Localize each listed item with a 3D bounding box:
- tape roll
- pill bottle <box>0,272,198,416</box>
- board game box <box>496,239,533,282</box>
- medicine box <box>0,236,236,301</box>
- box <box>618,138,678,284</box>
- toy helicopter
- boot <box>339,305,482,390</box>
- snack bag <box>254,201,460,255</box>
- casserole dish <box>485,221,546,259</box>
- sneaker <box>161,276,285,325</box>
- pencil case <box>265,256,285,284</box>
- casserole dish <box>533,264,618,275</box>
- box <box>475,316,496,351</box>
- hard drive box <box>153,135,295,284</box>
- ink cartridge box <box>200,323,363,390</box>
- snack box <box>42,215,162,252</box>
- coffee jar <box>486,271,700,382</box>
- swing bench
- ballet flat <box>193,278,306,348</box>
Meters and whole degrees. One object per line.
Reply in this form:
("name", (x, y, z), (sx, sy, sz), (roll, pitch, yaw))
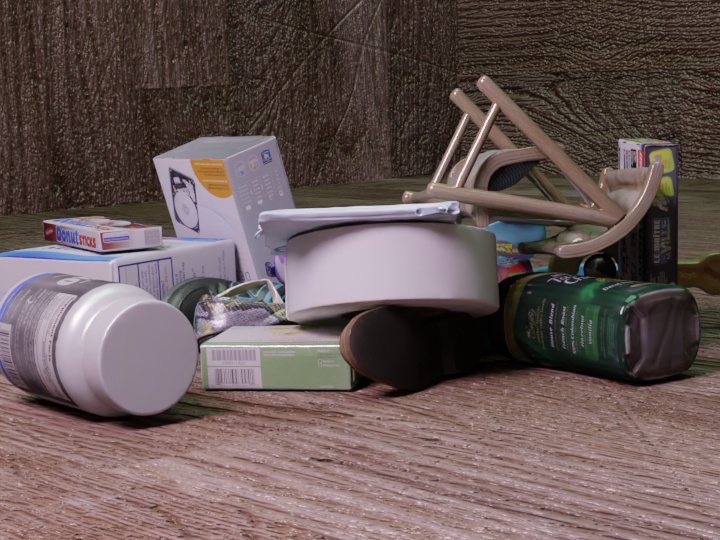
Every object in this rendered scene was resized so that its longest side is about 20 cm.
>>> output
("tape roll", (0.028, 0.007, 1.610), (0.200, 0.072, 0.202), (-2, -8, 0))
("pill bottle", (-0.229, 0.064, 1.494), (0.113, 0.115, 0.199), (-7, 8, -36))
("board game box", (0.076, -0.014, 1.760), (0.198, 0.039, 0.158), (5, 30, 14))
("medicine box", (-0.264, 0.023, 1.904), (0.181, 0.104, 0.199), (2, 8, 36))
("box", (0.286, -0.028, 1.728), (0.034, 0.202, 0.110), (-2, 7, -5))
("toy helicopter", (0.297, -0.005, 1.824), (0.198, 0.134, 0.079), (-2, 6, 3))
("boot", (0.030, 0.072, 1.570), (0.075, 0.074, 0.199), (-7, -6, 33))
("snack bag", (-0.004, -0.041, 1.595), (0.186, 0.022, 0.200), (-2, -8, 1))
("casserole dish", (0.138, -0.006, 1.984), (0.120, 0.039, 0.200), (-16, -17, -39))
("sneaker", (-0.125, 0.041, 1.825), (0.199, 0.074, 0.081), (-9, 8, -44))
("pencil case", (0.000, 0.000, 1.869), (0.198, 0.086, 0.084), (19, 44, 25))
("casserole dish", (0.226, 0.021, 1.969), (0.120, 0.039, 0.199), (-2, 5, 33))
("box", (0.162, 0.051, 1.754), (0.198, 0.050, 0.082), (-2, 7, 3))
("hard drive box", (-0.141, -0.048, 1.990), (0.076, 0.202, 0.155), (-27, 19, -34))
("ink cartridge box", (-0.055, 0.074, 1.652), (0.144, 0.049, 0.200), (-1, 9, 13))
("snack box", (-0.284, -0.040, 1.897), (0.071, 0.025, 0.200), (-7, 8, -27))
("coffee jar", (0.210, 0.049, 1.601), (0.104, 0.086, 0.199), (-7, 8, -36))
("swing bench", (0.164, -0.083, 1.679), (0.199, 0.131, 0.199), (26, -2, -5))
("ballet flat", (-0.075, 0.040, 1.768), (0.198, 0.073, 0.072), (-2, 6, -19))
